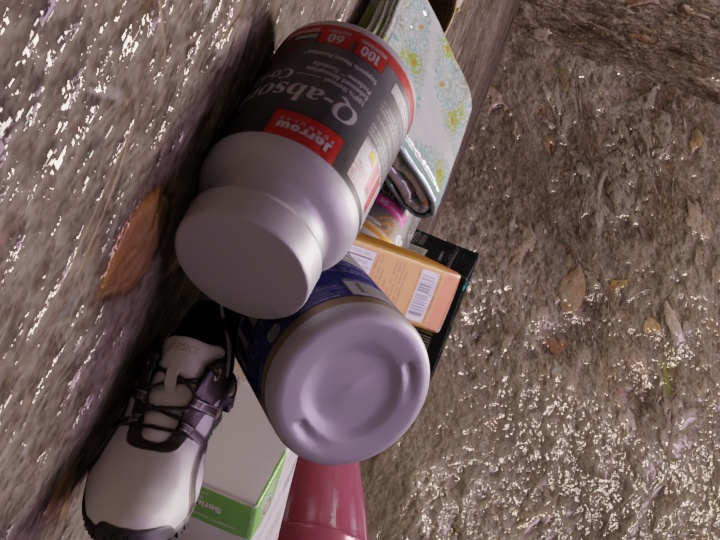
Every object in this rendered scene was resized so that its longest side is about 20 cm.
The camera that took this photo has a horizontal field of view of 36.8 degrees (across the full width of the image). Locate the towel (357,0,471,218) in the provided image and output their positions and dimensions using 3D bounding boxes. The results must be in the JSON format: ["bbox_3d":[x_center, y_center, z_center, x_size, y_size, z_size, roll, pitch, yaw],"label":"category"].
[{"bbox_3d":[0.052,-0.181,1.098,0.201,0.048,0.172,58,43,-38],"label":"towel"}]

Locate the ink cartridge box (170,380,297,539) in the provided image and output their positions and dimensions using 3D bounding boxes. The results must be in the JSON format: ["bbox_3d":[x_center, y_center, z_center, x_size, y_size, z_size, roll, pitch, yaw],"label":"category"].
[{"bbox_3d":[-0.127,0.239,1.086,0.146,0.083,0.202,-60,168,-53],"label":"ink cartridge box"}]

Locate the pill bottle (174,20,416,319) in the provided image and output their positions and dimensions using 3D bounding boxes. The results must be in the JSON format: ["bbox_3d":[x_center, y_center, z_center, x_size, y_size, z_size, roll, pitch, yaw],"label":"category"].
[{"bbox_3d":[-0.042,-0.071,0.745,0.117,0.114,0.201,102,10,-49],"label":"pill bottle"}]

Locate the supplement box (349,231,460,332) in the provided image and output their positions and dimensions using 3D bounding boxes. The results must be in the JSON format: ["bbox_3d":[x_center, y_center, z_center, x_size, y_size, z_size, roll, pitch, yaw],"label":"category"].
[{"bbox_3d":[0.000,0.000,1.021,0.198,0.066,0.070,21,95,-39],"label":"supplement box"}]

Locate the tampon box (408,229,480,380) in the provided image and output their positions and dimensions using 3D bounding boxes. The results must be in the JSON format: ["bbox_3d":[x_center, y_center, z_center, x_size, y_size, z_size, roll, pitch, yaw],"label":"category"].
[{"bbox_3d":[0.099,0.059,1.804,0.150,0.125,0.202,-51,161,-69],"label":"tampon box"}]

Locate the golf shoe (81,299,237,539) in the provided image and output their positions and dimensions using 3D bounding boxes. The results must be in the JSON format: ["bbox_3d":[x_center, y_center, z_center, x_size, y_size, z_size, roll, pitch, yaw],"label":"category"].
[{"bbox_3d":[-0.131,0.094,0.717,0.201,0.077,0.096,-78,180,-58],"label":"golf shoe"}]

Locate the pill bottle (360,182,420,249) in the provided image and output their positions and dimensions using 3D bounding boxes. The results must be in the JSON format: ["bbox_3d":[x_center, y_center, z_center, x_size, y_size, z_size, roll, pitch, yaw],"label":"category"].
[{"bbox_3d":[0.011,-0.073,1.168,0.117,0.115,0.201,102,10,-50],"label":"pill bottle"}]

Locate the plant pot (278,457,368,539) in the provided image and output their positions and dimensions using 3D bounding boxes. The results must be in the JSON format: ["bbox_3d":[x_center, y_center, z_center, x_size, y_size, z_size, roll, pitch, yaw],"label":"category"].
[{"bbox_3d":[-0.070,0.346,1.492,0.201,0.197,0.181,100,-3,-57],"label":"plant pot"}]

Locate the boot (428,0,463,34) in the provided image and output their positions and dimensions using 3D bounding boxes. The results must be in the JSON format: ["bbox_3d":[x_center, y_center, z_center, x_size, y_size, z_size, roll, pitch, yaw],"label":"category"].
[{"bbox_3d":[0.082,-0.313,1.260,0.155,0.071,0.203,10,99,-86],"label":"boot"}]

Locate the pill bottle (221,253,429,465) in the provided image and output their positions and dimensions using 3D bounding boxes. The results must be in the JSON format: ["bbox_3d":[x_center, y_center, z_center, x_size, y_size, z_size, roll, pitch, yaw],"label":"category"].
[{"bbox_3d":[-0.038,0.042,0.806,0.200,0.118,0.121,48,-56,59],"label":"pill bottle"}]
